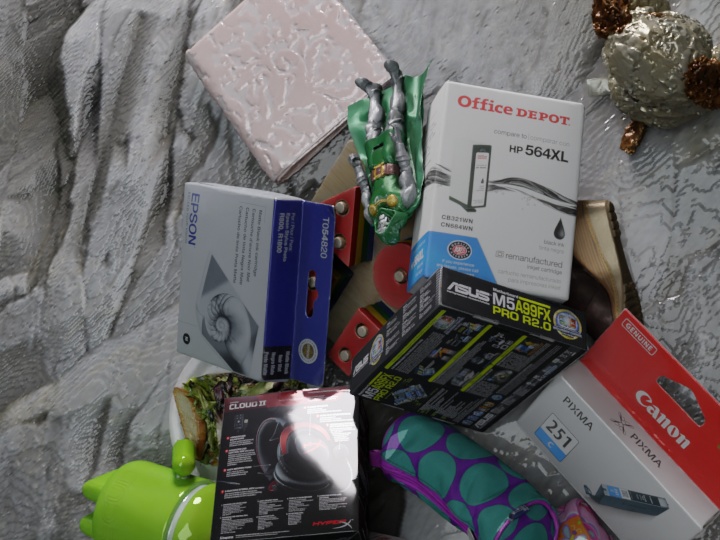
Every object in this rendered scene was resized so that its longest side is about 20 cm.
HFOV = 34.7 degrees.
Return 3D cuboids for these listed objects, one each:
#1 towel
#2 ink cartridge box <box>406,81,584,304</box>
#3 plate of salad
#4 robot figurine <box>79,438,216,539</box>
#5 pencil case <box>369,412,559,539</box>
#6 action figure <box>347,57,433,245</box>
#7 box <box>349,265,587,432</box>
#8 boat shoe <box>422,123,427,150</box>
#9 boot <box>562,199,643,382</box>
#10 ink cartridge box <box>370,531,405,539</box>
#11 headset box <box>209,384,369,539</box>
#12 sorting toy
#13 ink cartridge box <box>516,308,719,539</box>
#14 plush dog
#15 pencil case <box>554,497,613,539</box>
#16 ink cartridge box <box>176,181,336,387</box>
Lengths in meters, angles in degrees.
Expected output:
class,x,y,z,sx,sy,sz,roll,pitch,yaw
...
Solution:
class,x,y,z,sx,sy,sz,roll,pitch,yaw
towel,-0.082,-0.234,1.334,0.191,0.032,0.200,-39,74,11
ink cartridge box,0.132,-0.070,1.127,0.145,0.084,0.201,8,77,-6
plate of salad,-0.132,0.168,1.301,0.199,0.048,0.201,-2,83,19
robot figurine,-0.213,0.280,1.275,0.199,0.116,0.176,10,98,27
pencil case,0.103,0.220,1.156,0.200,0.092,0.085,32,137,47
action figure,0.027,-0.114,1.154,0.118,0.055,0.201,-28,52,38
box,0.101,0.083,1.126,0.160,0.200,0.044,18,53,-17
boat shoe,0.049,-0.093,1.257,0.200,0.063,0.073,-42,81,30
boot,0.200,0.032,1.199,0.166,0.072,0.201,-14,79,27
ink cartridge box,-0.027,0.308,1.212,0.199,0.117,0.068,8,88,20
headset box,-0.067,0.206,1.178,0.148,0.075,0.201,-7,45,6
sorting toy,0.000,0.000,1.226,0.200,0.069,0.199,44,120,19
ink cartridge box,0.268,0.166,1.117,0.200,0.045,0.176,48,135,17
plush dog,0.290,-0.200,1.124,0.200,0.172,0.161,36,97,18
pencil case,0.161,0.312,1.167,0.200,0.087,0.088,-35,74,14
ink cartridge box,-0.118,0.013,1.240,0.199,0.041,0.201,11,102,39
